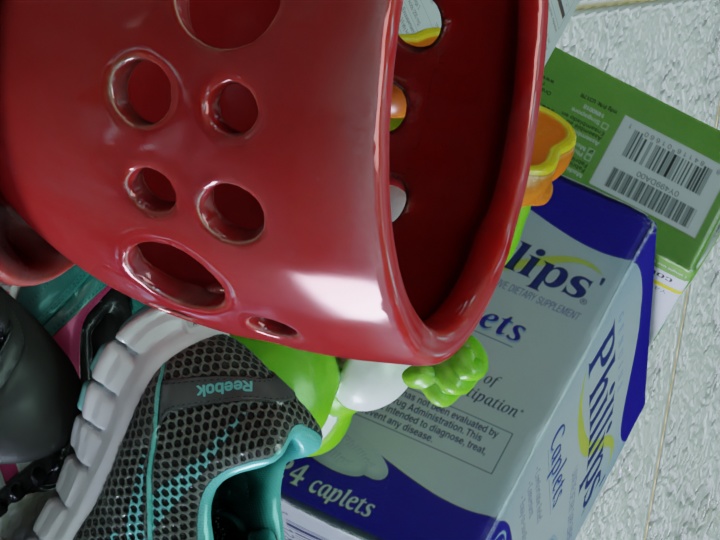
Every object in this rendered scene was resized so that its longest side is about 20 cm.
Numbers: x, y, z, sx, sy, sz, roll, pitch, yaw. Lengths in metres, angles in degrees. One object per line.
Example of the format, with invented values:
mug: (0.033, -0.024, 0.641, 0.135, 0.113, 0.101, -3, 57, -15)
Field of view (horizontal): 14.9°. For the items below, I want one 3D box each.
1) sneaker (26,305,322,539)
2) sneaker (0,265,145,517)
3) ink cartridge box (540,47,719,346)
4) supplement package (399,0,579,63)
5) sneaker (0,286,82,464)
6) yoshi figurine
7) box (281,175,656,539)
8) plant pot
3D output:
sneaker: (-0.075, 0.111, 1.048, 0.078, 0.091, 0.200, -18, 135, -50)
sneaker: (-0.132, 0.076, 1.107, 0.121, 0.084, 0.200, 24, 80, -31)
ink cartridge box: (0.095, -0.023, 1.361, 0.076, 0.148, 0.200, -60, 174, -23)
supplement package: (-0.005, -0.141, 1.185, 0.200, 0.152, 0.151, -61, 150, -24)
sneaker: (-0.166, 0.015, 0.981, 0.200, 0.091, 0.076, 37, 69, -38)
yoshi figurine: (-0.005, 0.008, 1.082, 0.112, 0.112, 0.200, -100, -149, -46)
box: (0.049, 0.077, 1.262, 0.200, 0.105, 0.184, -61, 163, -25)
plant pot: (-0.044, -0.078, 0.937, 0.200, 0.182, 0.200, 10, 90, -72)
